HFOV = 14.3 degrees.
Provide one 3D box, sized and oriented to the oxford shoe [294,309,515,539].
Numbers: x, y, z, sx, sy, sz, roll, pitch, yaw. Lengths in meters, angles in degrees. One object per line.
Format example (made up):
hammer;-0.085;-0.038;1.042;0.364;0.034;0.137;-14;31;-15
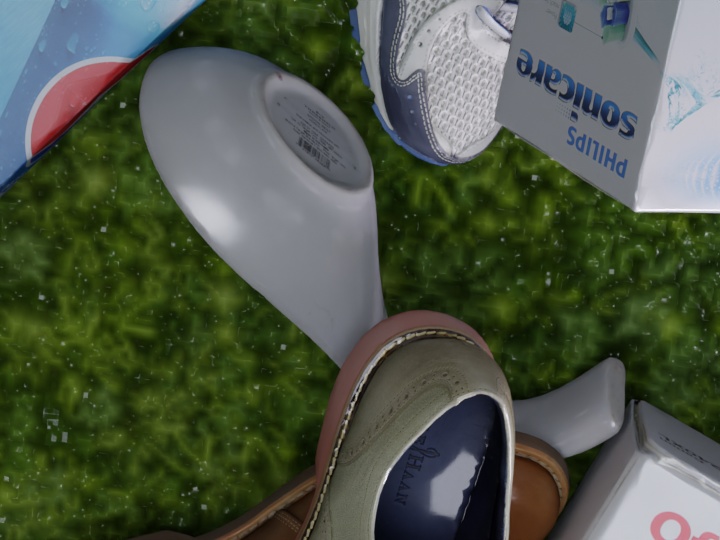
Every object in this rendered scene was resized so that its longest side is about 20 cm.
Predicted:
oxford shoe;0.006;0.116;0.919;0.071;0.074;0.200;6;102;-14

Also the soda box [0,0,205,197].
soda box;-0.109;-0.084;0.966;0.200;0.064;0.068;-42;95;11

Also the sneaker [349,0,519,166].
sneaker;0.064;-0.122;0.921;0.085;0.077;0.200;33;108;43

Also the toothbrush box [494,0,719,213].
toothbrush box;0.139;-0.122;0.864;0.146;0.085;0.200;1;112;-31

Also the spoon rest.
spoon rest;0.000;0.000;0.967;0.200;0.099;0.061;40;119;-17

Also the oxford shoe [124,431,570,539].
oxford shoe;-0.018;0.115;0.985;0.200;0.071;0.071;-23;127;11

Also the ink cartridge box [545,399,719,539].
ink cartridge box;0.108;0.167;0.988;0.145;0.083;0.200;30;101;-2
